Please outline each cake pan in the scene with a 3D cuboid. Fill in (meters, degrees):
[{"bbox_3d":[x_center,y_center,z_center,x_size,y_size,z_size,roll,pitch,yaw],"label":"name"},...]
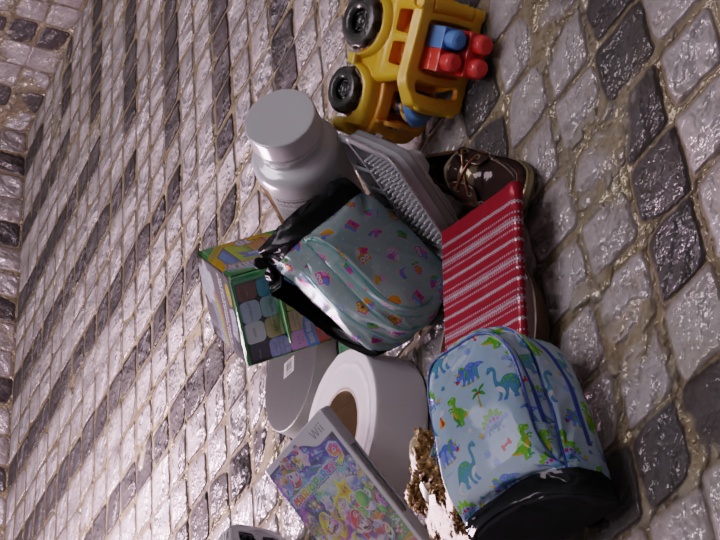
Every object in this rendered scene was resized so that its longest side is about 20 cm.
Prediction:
[{"bbox_3d":[-0.080,0.137,2.106,0.200,0.037,0.200,-44,40,53],"label":"cake pan"}]

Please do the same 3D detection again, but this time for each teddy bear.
[{"bbox_3d":[0.104,0.241,1.570,0.200,0.067,0.145,-150,52,-62],"label":"teddy bear"}]

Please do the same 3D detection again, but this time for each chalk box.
[{"bbox_3d":[-0.115,0.036,1.986,0.200,0.124,0.124,-149,45,-64],"label":"chalk box"}]

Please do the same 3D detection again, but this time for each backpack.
[{"bbox_3d":[0.143,0.149,1.455,0.163,0.154,0.200,-37,37,40],"label":"backpack"},{"bbox_3d":[0.000,0.000,1.801,0.167,0.200,0.127,-42,-4,-37],"label":"backpack"}]

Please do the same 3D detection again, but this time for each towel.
[{"bbox_3d":[0.132,0.020,1.622,0.145,0.022,0.200,-37,47,53],"label":"towel"}]

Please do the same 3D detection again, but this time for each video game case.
[{"bbox_3d":[-0.013,0.268,1.753,0.200,0.018,0.143,51,133,13],"label":"video game case"}]

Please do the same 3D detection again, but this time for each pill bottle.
[{"bbox_3d":[-0.070,-0.127,1.908,0.200,0.114,0.114,64,-163,-53],"label":"pill bottle"}]

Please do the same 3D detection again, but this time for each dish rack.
[{"bbox_3d":[0.058,-0.090,1.797,0.044,0.172,0.200,-37,23,-8],"label":"dish rack"}]

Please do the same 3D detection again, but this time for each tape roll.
[{"bbox_3d":[0.004,0.197,1.843,0.202,0.071,0.203,-41,42,53],"label":"tape roll"}]

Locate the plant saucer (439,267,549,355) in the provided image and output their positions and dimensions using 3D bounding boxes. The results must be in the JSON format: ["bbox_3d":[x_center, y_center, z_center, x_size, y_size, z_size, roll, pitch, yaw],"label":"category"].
[{"bbox_3d":[0.143,0.083,1.630,0.200,0.034,0.200,-41,43,52],"label":"plant saucer"}]

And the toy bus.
[{"bbox_3d":[0.074,-0.240,1.864,0.192,0.136,0.200,25,104,50],"label":"toy bus"}]

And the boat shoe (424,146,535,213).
[{"bbox_3d":[0.124,-0.101,1.719,0.200,0.072,0.072,35,110,65],"label":"boat shoe"}]

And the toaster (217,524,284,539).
[{"bbox_3d":[-0.151,0.424,2.028,0.129,0.114,0.200,-60,26,26],"label":"toaster"}]

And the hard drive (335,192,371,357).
[{"bbox_3d":[0.011,0.011,1.963,0.140,0.038,0.200,-49,35,48],"label":"hard drive"}]
